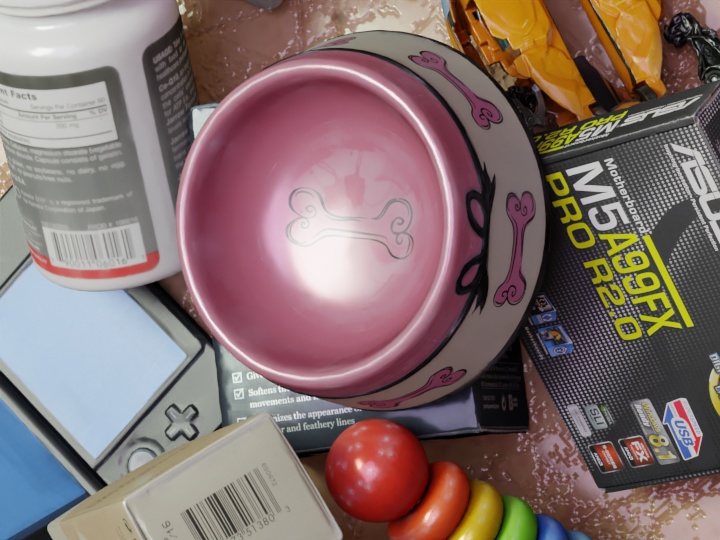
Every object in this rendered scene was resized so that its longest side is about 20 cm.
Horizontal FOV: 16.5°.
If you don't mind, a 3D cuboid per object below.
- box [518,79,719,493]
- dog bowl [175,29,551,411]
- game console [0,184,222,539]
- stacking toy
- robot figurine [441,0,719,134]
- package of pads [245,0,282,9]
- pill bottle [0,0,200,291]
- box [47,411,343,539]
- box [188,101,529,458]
[{"bbox_3d":[0.155,0.013,1.288,0.160,0.044,0.200,-13,113,38],"label":"box"},{"bbox_3d":[-0.008,-0.025,1.267,0.200,0.074,0.200,1,93,30],"label":"dog bowl"},{"bbox_3d":[-0.198,0.062,1.434,0.200,0.116,0.176,45,100,15],"label":"game console"},{"bbox_3d":[0.063,0.148,1.312,0.200,0.085,0.085,35,99,-19],"label":"stacking toy"},{"bbox_3d":[0.122,-0.119,1.360,0.145,0.058,0.200,-24,79,-10],"label":"robot figurine"},{"bbox_3d":[-0.124,-0.237,1.408,0.200,0.155,0.068,35,86,17],"label":"package of pads"},{"bbox_3d":[-0.148,-0.100,1.382,0.114,0.114,0.200,0,120,18],"label":"pill bottle"},{"bbox_3d":[-0.092,0.139,1.309,0.095,0.200,0.078,-31,91,-22],"label":"box"},{"bbox_3d":[0.000,0.000,1.378,0.148,0.107,0.200,-8,85,18],"label":"box"}]
